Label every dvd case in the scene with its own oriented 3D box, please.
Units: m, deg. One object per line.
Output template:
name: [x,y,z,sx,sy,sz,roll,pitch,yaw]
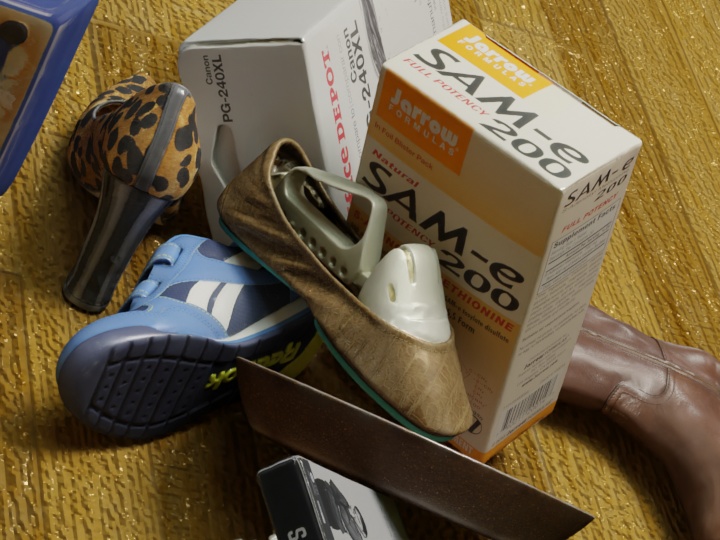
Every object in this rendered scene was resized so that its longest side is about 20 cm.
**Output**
dvd case: [0.011,0.166,1.055,0.200,0.025,0.151,42,28,-73]

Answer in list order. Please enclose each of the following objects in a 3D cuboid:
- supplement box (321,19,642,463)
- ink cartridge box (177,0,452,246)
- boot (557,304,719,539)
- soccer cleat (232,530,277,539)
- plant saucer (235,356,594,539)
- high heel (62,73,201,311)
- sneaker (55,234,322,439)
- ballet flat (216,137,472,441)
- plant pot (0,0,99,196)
supplement box: [0.059,-0.013,1.257,0.126,0.201,0.073,36,45,25]
ink cartridge box: [-0.016,-0.100,1.375,0.083,0.146,0.200,1,26,25]
boot: [0.132,0.078,1.355,0.199,0.064,0.187,26,28,-10]
soccer cleat: [-0.045,0.174,1.113,0.200,0.068,0.086,-25,95,-65]
plant saucer: [0.022,0.098,1.195,0.199,0.035,0.200,25,-3,1]
high heel: [-0.112,-0.087,1.302,0.071,0.143,0.201,21,36,-12]
sneaker: [-0.097,0.030,1.238,0.082,0.074,0.199,45,30,20]
ballet flat: [0.000,0.000,1.224,0.068,0.073,0.200,4,36,-47]
plant pot: [-0.235,-0.163,1.267,0.199,0.200,0.181,19,44,-16]
